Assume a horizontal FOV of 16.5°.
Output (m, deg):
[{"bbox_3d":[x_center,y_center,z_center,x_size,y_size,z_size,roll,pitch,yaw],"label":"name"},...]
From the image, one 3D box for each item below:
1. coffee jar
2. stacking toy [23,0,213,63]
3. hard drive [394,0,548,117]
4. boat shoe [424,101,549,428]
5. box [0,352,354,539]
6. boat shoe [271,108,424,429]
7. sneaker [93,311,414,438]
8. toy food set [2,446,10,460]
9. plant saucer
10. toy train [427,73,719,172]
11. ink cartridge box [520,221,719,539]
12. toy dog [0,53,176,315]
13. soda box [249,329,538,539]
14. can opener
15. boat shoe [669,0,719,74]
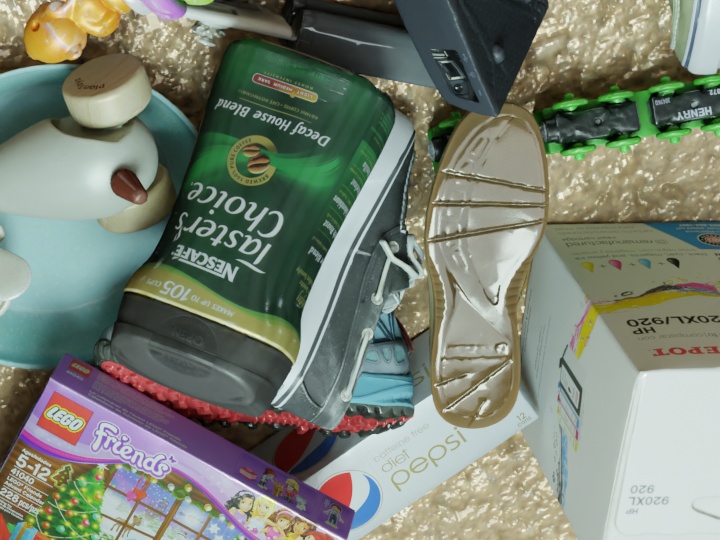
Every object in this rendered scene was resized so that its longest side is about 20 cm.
[{"bbox_3d":[-0.062,-0.023,1.395,0.104,0.085,0.200,20,80,10],"label":"coffee jar"},{"bbox_3d":[-0.105,-0.180,1.366,0.200,0.116,0.110,-39,150,8],"label":"stacking toy"},{"bbox_3d":[0.048,-0.200,1.403,0.042,0.135,0.200,-5,126,26],"label":"hard drive"},{"bbox_3d":[0.070,-0.009,1.483,0.072,0.072,0.200,0,109,-5],"label":"boat shoe"},{"bbox_3d":[-0.122,0.155,1.486,0.200,0.039,0.137,29,115,-4],"label":"box"},{"bbox_3d":[0.001,-0.001,1.474,0.068,0.074,0.199,29,62,-15],"label":"boat shoe"},{"bbox_3d":[-0.065,0.045,1.513,0.200,0.096,0.079,9,157,-19],"label":"sneaker"},{"bbox_3d":[-0.154,0.195,1.566,0.200,0.049,0.198,15,121,5],"label":"toy food set"},{"bbox_3d":[-0.183,-0.036,1.476,0.200,0.036,0.200,-6,119,-11],"label":"plant saucer"},{"bbox_3d":[0.136,-0.089,1.519,0.200,0.056,0.042,-10,91,-8],"label":"toy train"},{"bbox_3d":[0.196,0.076,1.537,0.147,0.200,0.145,-1,117,-15],"label":"ink cartridge box"},{"bbox_3d":[-0.190,-0.038,1.397,0.200,0.096,0.132,-37,119,6],"label":"toy dog"},{"bbox_3d":[0.009,0.113,1.583,0.200,0.068,0.064,-35,120,5],"label":"soda box"},{"bbox_3d":[-0.024,-0.149,1.449,0.200,0.053,0.066,14,112,-21],"label":"can opener"},{"bbox_3d":[0.192,-0.214,1.472,0.062,0.072,0.200,1,111,6],"label":"boat shoe"}]
